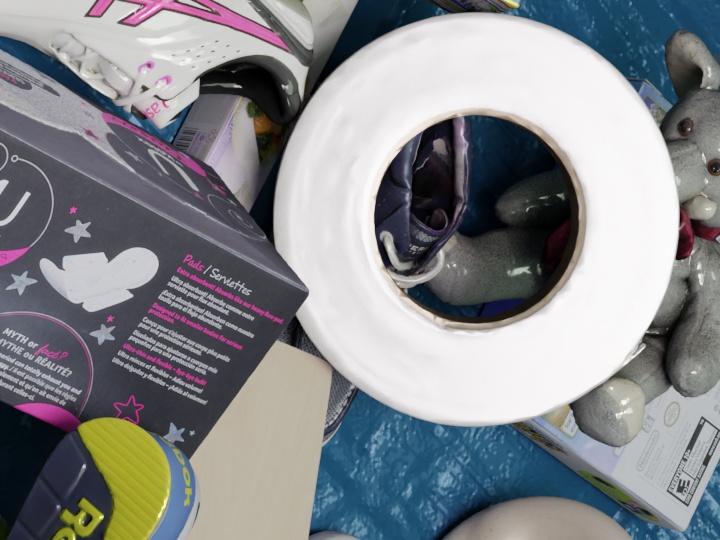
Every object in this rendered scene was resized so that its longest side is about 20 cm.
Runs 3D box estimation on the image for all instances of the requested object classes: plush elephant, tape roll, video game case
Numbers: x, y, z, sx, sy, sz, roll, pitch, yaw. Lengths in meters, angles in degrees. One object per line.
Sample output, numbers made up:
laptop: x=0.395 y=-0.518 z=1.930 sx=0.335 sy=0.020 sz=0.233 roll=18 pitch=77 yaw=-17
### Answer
plush elephant: x=0.158 y=-0.028 z=1.374 sx=0.199 sy=0.165 sz=0.155 roll=-14 pitch=139 yaw=-39
tape roll: x=0.056 y=-0.025 z=1.286 sx=0.201 sy=0.037 sz=0.204 roll=0 pitch=94 yaw=-3
video game case: x=0.162 y=0.020 z=1.516 sx=0.181 sy=0.045 sz=0.201 roll=37 pitch=75 yaw=-36

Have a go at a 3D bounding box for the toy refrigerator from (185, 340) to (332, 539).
toy refrigerator: x=-0.074 y=0.131 z=1.252 sx=0.076 sy=0.070 sz=0.201 roll=23 pitch=58 yaw=-26

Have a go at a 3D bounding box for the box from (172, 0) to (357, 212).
box: x=-0.037 y=-0.122 z=1.336 sx=0.039 sy=0.041 sz=0.201 roll=35 pitch=74 yaw=-35

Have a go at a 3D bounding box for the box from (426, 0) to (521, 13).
box: x=-0.007 y=-0.195 z=1.287 sx=0.199 sy=0.070 sz=0.065 roll=27 pitch=80 yaw=-16

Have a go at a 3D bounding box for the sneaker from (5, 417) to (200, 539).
sneaker: x=-0.140 y=0.152 z=1.174 sx=0.200 sy=0.074 sz=0.082 roll=-48 pitch=166 yaw=10

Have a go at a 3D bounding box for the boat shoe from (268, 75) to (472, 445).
boat shoe: x=0.000 y=0.000 z=1.352 sx=0.074 sy=0.093 sz=0.201 roll=6 pitch=94 yaw=-39

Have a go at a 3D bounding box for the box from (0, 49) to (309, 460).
box: x=-0.145 y=-0.016 z=1.192 sx=0.200 sy=0.132 sz=0.115 roll=30 pitch=103 yaw=-38

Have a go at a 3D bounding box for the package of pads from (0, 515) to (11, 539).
package of pads: x=-0.252 y=0.115 z=1.184 sx=0.155 sy=0.068 sz=0.200 roll=-48 pitch=124 yaw=-22

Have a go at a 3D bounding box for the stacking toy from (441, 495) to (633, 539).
stacking toy: x=0.119 y=0.230 z=1.490 sx=0.147 sy=0.146 sz=0.200 roll=-58 pitch=144 yaw=-16

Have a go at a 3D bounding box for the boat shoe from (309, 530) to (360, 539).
boat shoe: x=-0.048 y=0.221 z=1.366 sx=0.200 sy=0.070 sz=0.071 roll=-47 pitch=123 yaw=-23

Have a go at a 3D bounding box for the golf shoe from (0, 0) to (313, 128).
golf shoe: x=-0.108 y=-0.115 z=1.235 sx=0.199 sy=0.073 sz=0.093 roll=2 pitch=72 yaw=-30
